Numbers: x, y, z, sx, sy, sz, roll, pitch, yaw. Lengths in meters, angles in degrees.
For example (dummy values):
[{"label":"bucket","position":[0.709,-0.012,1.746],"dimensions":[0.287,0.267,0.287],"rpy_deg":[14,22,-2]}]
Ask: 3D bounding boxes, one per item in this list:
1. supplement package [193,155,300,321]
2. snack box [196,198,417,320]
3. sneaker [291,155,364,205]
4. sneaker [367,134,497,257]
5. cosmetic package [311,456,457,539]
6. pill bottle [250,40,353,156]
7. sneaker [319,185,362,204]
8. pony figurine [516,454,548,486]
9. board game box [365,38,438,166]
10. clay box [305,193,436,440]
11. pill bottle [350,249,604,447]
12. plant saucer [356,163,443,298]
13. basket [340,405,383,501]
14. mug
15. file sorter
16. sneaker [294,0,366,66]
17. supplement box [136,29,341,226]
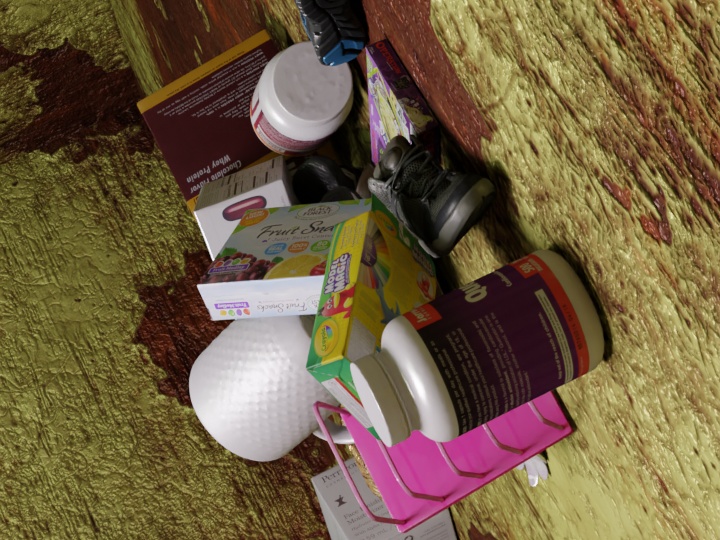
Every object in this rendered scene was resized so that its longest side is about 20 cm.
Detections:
[{"label":"supplement package","position":[-0.108,-0.012,1.825],"dimensions":[0.156,0.110,0.201],"rpy_deg":[-98,-12,-76]},{"label":"snack box","position":[-0.052,-0.013,1.607],"dimensions":[0.143,0.198,0.053],"rpy_deg":[-60,-42,-49]},{"label":"sneaker","position":[-0.025,-0.100,1.843],"dimensions":[0.074,0.089,0.200],"rpy_deg":[29,162,16]},{"label":"sneaker","position":[0.062,-0.074,1.439],"dimensions":[0.114,0.076,0.199],"rpy_deg":[43,175,-2]},{"label":"cosmetic package","position":[0.045,0.406,2.447],"dimensions":[0.200,0.164,0.166],"rpy_deg":[51,162,52]},{"label":"pill bottle","position":[-0.067,-0.199,1.783],"dimensions":[0.110,0.109,0.200],"rpy_deg":[66,170,0]},{"label":"sneaker","position":[0.000,0.000,1.723],"dimensions":[0.085,0.074,0.202],"rpy_deg":[-45,-56,-65]},{"label":"pony figurine","position":[0.092,0.157,1.660],"dimensions":[0.193,0.166,0.201],"rpy_deg":[39,-141,-44]},{"label":"board game box","position":[0.044,-0.132,1.596],"dimensions":[0.120,0.032,0.200],"rpy_deg":[57,166,26]},{"label":"clay box","position":[0.014,0.038,1.404],"dimensions":[0.115,0.047,0.201],"rpy_deg":[47,-144,-33]},{"label":"pill bottle","position":[0.096,0.069,1.292],"dimensions":[0.113,0.199,0.113],"rpy_deg":[61,169,21]},{"label":"plant saucer","position":[0.043,-0.026,1.760],"dimensions":[0.201,0.032,0.200],"rpy_deg":[62,176,7]},{"label":"basket","position":[0.051,0.199,1.997],"dimensions":[0.200,0.142,0.150],"rpy_deg":[53,165,51]},{"label":"mug","position":[-0.059,0.115,1.671],"dimensions":[0.200,0.175,0.148],"rpy_deg":[37,-141,-12]},{"label":"file sorter","position":[0.075,0.139,1.476],"dimensions":[0.140,0.199,0.125],"rpy_deg":[62,-168,19]},{"label":"sneaker","position":[-0.043,-0.290,1.555],"dimensions":[0.200,0.073,0.082],"rpy_deg":[86,159,-61]},{"label":"supplement box","position":[-0.148,-0.160,1.994],"dimensions":[0.201,0.196,0.133],"rpy_deg":[60,179,31]}]
